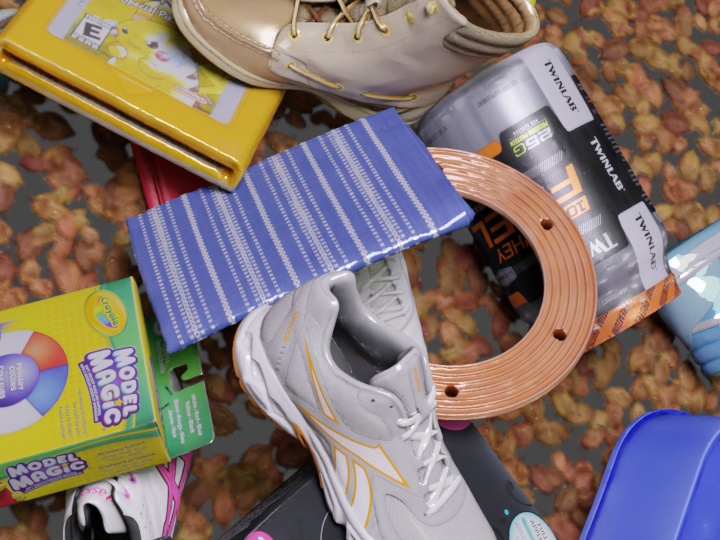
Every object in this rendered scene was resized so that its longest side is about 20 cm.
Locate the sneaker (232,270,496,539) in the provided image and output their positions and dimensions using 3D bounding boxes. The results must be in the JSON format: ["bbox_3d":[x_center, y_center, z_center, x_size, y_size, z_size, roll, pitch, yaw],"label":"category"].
[{"bbox_3d":[0.017,0.089,0.764,0.200,0.092,0.076,50,43,-3],"label":"sneaker"}]

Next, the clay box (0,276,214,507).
[{"bbox_3d":[-0.193,0.075,0.833,0.198,0.048,0.116,-16,49,-4],"label":"clay box"}]

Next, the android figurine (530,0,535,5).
[{"bbox_3d":[0.053,-0.243,1.067,0.180,0.041,0.202,22,71,-11],"label":"android figurine"}]

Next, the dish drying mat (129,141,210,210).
[{"bbox_3d":[-0.124,-0.097,0.975,0.076,0.018,0.202,-12,78,-25],"label":"dish drying mat"}]

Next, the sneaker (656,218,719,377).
[{"bbox_3d":[0.314,0.012,1.062,0.199,0.080,0.131,-29,83,-14],"label":"sneaker"}]

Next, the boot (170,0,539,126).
[{"bbox_3d":[-0.003,-0.163,0.883,0.199,0.155,0.074,23,62,-28],"label":"boot"}]

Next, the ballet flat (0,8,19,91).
[{"bbox_3d":[-0.291,-0.102,0.902,0.071,0.069,0.201,25,67,11],"label":"ballet flat"}]

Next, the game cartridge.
[{"bbox_3d":[-0.127,-0.161,0.942,0.175,0.033,0.201,27,46,-6],"label":"game cartridge"}]

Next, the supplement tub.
[{"bbox_3d":[0.136,-0.047,0.993,0.122,0.123,0.201,-29,85,-23],"label":"supplement tub"}]

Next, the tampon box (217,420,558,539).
[{"bbox_3d":[0.002,0.187,0.846,0.150,0.126,0.200,53,45,1],"label":"tampon box"}]

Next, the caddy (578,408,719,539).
[{"bbox_3d":[0.219,0.191,0.965,0.141,0.104,0.201,41,60,-26],"label":"caddy"}]

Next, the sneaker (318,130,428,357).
[{"bbox_3d":[0.000,0.000,0.958,0.074,0.081,0.202,-17,82,-24],"label":"sneaker"}]

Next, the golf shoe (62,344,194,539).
[{"bbox_3d":[-0.143,0.130,0.859,0.072,0.092,0.202,-4,73,5],"label":"golf shoe"}]

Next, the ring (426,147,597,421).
[{"bbox_3d":[0.052,0.007,0.889,0.198,0.019,0.202,3,56,-5],"label":"ring"}]

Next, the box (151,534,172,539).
[{"bbox_3d":[-0.168,0.251,0.765,0.079,0.199,0.142,-6,69,-63],"label":"box"}]

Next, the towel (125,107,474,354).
[{"bbox_3d":[-0.041,-0.028,0.868,0.198,0.145,0.024,-24,127,-6],"label":"towel"}]
